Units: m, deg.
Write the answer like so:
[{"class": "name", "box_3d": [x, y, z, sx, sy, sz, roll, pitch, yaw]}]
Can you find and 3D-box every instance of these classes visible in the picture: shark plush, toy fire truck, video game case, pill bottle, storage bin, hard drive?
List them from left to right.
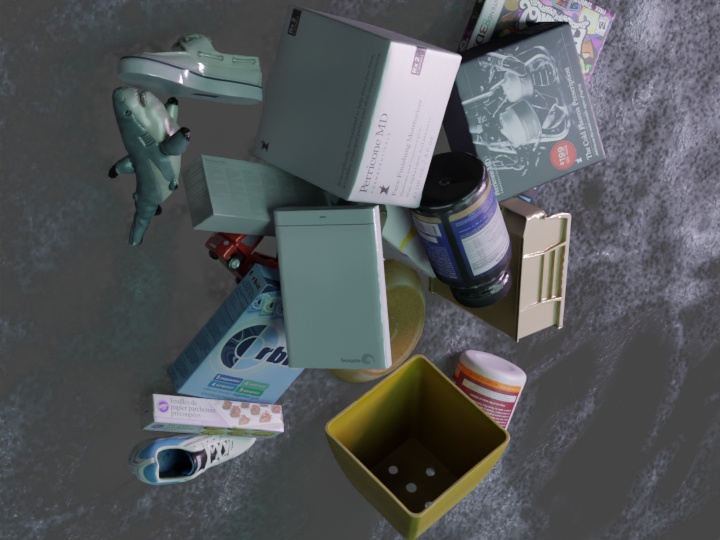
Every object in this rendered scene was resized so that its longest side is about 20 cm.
[{"class": "shark plush", "box_3d": [-0.259, -0.126, 1.497, 0.083, 0.091, 0.200, -1, 136, -20]}, {"class": "toy fire truck", "box_3d": [-0.103, -0.024, 1.681, 0.141, 0.049, 0.200, -51, 135, -11]}, {"class": "hard drive", "box_3d": [-0.034, 0.022, 1.556, 0.027, 0.131, 0.201, -37, 124, -67]}, {"class": "pill bottle", "box_3d": [0.135, -0.048, 1.659, 0.112, 0.112, 0.200, -42, 135, -19]}, {"class": "pill bottle", "box_3d": [0.182, 0.239, 2.041, 0.113, 0.113, 0.201, 9, 104, -45]}, {"class": "storage bin", "box_3d": [0.198, -0.028, 1.854, 0.094, 0.200, 0.199, -19, 123, -33]}, {"class": "video game case", "box_3d": [0.243, -0.318, 1.800, 0.199, 0.036, 0.182, 20, 95, -21]}]

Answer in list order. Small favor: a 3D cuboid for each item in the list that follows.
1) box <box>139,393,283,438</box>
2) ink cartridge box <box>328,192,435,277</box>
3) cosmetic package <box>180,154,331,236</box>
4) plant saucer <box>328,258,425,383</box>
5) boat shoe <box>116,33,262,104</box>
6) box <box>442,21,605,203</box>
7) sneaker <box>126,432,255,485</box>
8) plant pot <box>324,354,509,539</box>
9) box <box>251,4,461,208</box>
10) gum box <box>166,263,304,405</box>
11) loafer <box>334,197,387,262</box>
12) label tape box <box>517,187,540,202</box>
[{"class": "box", "box_3d": [-0.195, 0.195, 1.683, 0.200, 0.041, 0.039, 10, 61, -36]}, {"class": "ink cartridge box", "box_3d": [0.055, -0.092, 1.737, 0.125, 0.128, 0.200, -57, 138, -4]}, {"class": "cosmetic package", "box_3d": [-0.126, -0.089, 1.596, 0.200, 0.051, 0.083, 5, 66, -43]}, {"class": "plant saucer", "box_3d": [0.031, 0.082, 1.873, 0.200, 0.035, 0.201, -21, 124, -34]}, {"class": "boat shoe", "box_3d": [-0.195, -0.240, 1.476, 0.200, 0.071, 0.070, 3, 86, -42]}, {"class": "box", "box_3d": [0.212, -0.217, 1.736, 0.182, 0.104, 0.201, -22, 107, -11]}, {"class": "sneaker", "box_3d": [-0.216, 0.246, 1.701, 0.200, 0.072, 0.072, -12, 117, -40]}, {"class": "plant pot", "box_3d": [0.080, 0.288, 1.920, 0.200, 0.200, 0.177, -35, 152, -25]}, {"class": "box", "box_3d": [-0.009, -0.202, 1.566, 0.130, 0.200, 0.200, 2, 110, -44]}, {"class": "gum box", "box_3d": [-0.130, 0.091, 1.671, 0.170, 0.045, 0.200, 18, 121, -46]}, {"class": "loafer", "box_3d": [0.000, 0.000, 1.602, 0.069, 0.075, 0.201, -7, 119, -33]}, {"class": "label tape box", "box_3d": [0.258, -0.190, 1.923, 0.200, 0.063, 0.145, 26, 92, -47]}]
